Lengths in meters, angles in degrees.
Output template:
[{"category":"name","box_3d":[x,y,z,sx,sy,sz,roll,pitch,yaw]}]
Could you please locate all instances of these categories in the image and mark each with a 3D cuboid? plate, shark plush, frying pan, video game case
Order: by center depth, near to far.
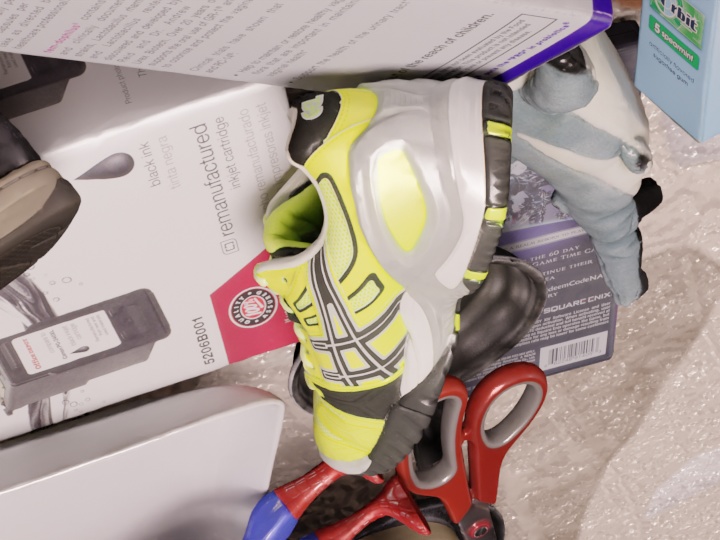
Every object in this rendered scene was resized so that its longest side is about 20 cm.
[{"category":"shark plush","box_3d":[0.067,-0.061,0.796,0.083,0.091,0.200,-22,146,17]},{"category":"plate","box_3d":[-0.134,0.110,0.831,0.199,0.032,0.200,-17,157,-15]},{"category":"frying pan","box_3d":[0.038,0.035,0.875,0.115,0.031,0.190,-32,153,13]},{"category":"video game case","box_3d":[0.048,-0.013,0.876,0.142,0.019,0.200,-14,138,-11]}]

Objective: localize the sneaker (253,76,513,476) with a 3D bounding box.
[{"category":"sneaker","box_3d":[0.000,0.000,0.720,0.076,0.076,0.200,9,139,-5]}]

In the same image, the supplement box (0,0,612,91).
[{"category":"supplement box","box_3d":[-0.032,-0.120,0.628,0.199,0.102,0.103,4,167,-26]}]

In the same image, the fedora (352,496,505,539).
[{"category":"fedora","box_3d":[0.013,0.200,1.005,0.200,0.092,0.201,-26,152,-15]}]

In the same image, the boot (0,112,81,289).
[{"category":"boot","box_3d":[-0.201,-0.030,0.606,0.200,0.151,0.073,-30,173,-26]}]

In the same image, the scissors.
[{"category":"scissors","box_3d":[0.044,0.110,0.918,0.073,0.014,0.200,-20,141,-20]}]

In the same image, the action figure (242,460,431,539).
[{"category":"action figure","box_3d":[-0.058,0.161,0.826,0.200,0.099,0.065,-36,128,5]}]

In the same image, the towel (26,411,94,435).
[{"category":"towel","box_3d":[-0.143,0.158,0.963,0.192,0.035,0.200,-34,139,13]}]

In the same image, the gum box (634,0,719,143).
[{"category":"gum box","box_3d":[0.182,-0.161,0.723,0.170,0.045,0.200,-27,142,-21]}]

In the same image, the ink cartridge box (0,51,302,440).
[{"category":"ink cartridge box","box_3d":[-0.122,-0.017,0.742,0.199,0.084,0.145,-19,141,-6]}]
